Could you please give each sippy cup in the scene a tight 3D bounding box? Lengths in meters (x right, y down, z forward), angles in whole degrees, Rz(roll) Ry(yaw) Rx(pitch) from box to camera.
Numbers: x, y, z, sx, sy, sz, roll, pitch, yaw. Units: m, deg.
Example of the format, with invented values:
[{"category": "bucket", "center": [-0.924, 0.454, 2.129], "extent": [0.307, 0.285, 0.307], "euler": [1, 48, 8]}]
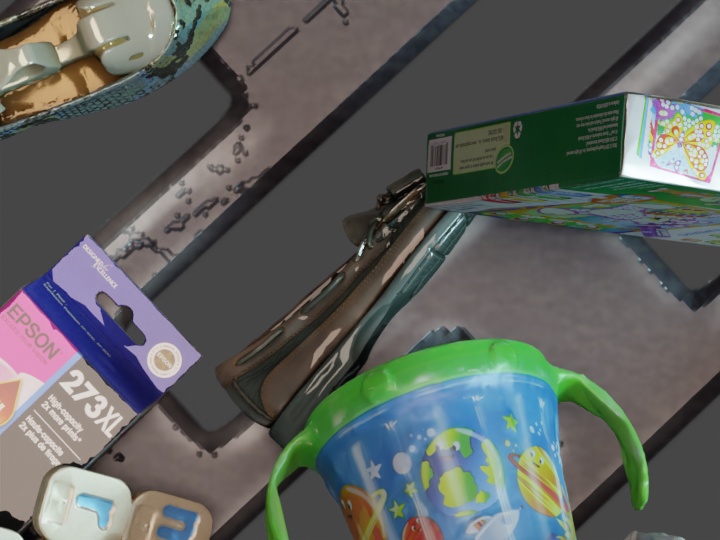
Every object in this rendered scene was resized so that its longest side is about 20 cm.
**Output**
[{"category": "sippy cup", "center": [0.052, 0.123, 1.312], "extent": [0.177, 0.139, 0.131], "euler": [-29, 64, 21]}]

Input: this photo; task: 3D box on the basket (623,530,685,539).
[{"category": "basket", "center": [0.134, 0.257, 1.295], "extent": [0.200, 0.198, 0.161], "euler": [-40, 90, -5]}]

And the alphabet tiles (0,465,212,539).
[{"category": "alphabet tiles", "center": [-0.147, 0.208, 1.341], "extent": [0.194, 0.015, 0.202], "euler": [18, 84, -26]}]

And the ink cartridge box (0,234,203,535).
[{"category": "ink cartridge box", "center": [-0.188, 0.081, 1.375], "extent": [0.200, 0.037, 0.095], "euler": [-44, 89, -7]}]

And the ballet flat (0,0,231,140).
[{"category": "ballet flat", "center": [-0.160, -0.115, 1.373], "extent": [0.199, 0.074, 0.075], "euler": [-27, 87, -4]}]

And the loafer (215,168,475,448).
[{"category": "loafer", "center": [0.000, 0.000, 1.373], "extent": [0.063, 0.072, 0.200], "euler": [37, 87, 7]}]

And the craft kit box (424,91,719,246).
[{"category": "craft kit box", "center": [0.162, -0.047, 1.286], "extent": [0.196, 0.200, 0.049], "euler": [4, 86, -25]}]
